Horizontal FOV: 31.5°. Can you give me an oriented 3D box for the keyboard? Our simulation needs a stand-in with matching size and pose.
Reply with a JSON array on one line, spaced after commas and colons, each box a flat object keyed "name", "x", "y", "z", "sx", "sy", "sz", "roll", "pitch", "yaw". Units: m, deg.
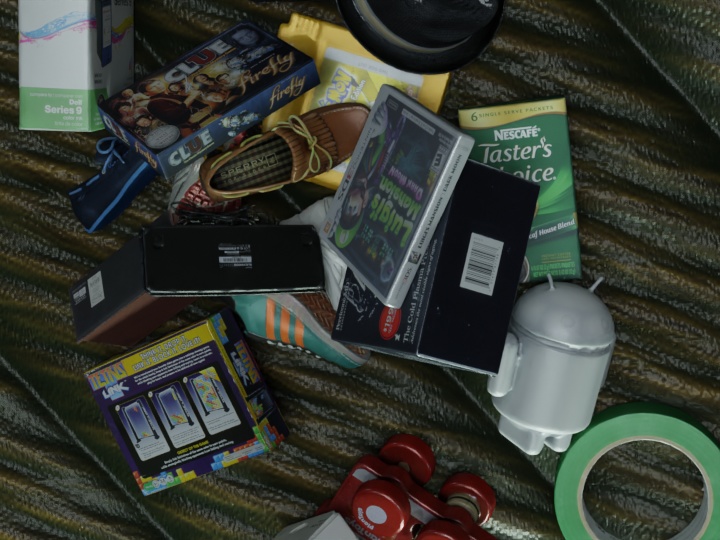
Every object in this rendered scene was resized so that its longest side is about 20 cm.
[{"name": "keyboard", "x": -0.140, "y": -0.020, "z": 1.379, "sx": 0.199, "sy": 0.040, "sz": 0.105, "roll": 0, "pitch": 74, "yaw": -19}]

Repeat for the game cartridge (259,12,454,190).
[{"name": "game cartridge", "x": -0.015, "y": -0.177, "z": 1.424, "sx": 0.199, "sy": 0.032, "sz": 0.177, "roll": 18, "pitch": 102, "yaw": 4}]

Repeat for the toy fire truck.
[{"name": "toy fire truck", "x": 0.054, "y": 0.300, "z": 1.470, "sx": 0.199, "sy": 0.112, "sz": 0.168, "roll": 33, "pitch": 127, "yaw": 3}]

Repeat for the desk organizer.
[{"name": "desk organizer", "x": -0.242, "y": 0.014, "z": 1.460, "sx": 0.200, "sy": 0.077, "sz": 0.072, "roll": -33, "pitch": 60, "yaw": 35}]

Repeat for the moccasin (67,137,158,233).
[{"name": "moccasin", "x": -0.273, "y": -0.117, "z": 1.431, "sx": 0.200, "sy": 0.080, "sz": 0.068, "roll": -40, "pitch": 88, "yaw": 31}]

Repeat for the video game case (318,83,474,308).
[{"name": "video game case", "x": 0.030, "y": -0.081, "z": 1.299, "sx": 0.023, "sy": 0.200, "sz": 0.183, "roll": 17, "pitch": 104, "yaw": -28}]

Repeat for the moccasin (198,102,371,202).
[{"name": "moccasin", "x": -0.077, "y": -0.129, "z": 1.371, "sx": 0.200, "sy": 0.078, "sz": 0.074, "roll": -17, "pitch": 100, "yaw": -11}]

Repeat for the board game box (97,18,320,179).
[{"name": "board game box", "x": -0.162, "y": -0.186, "z": 1.353, "sx": 0.200, "sy": 0.135, "sz": 0.035, "roll": -35, "pitch": 135, "yaw": -20}]

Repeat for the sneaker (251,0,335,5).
[{"name": "sneaker", "x": -0.038, "y": -0.327, "z": 1.387, "sx": 0.199, "sy": 0.106, "sz": 0.075, "roll": -3, "pitch": 97, "yaw": -20}]

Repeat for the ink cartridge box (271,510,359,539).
[{"name": "ink cartridge box", "x": -0.026, "y": 0.389, "z": 1.466, "sx": 0.200, "sy": 0.083, "sz": 0.146, "roll": 54, "pitch": 144, "yaw": -3}]

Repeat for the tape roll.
[{"name": "tape roll", "x": 0.319, "y": 0.250, "z": 1.437, "sx": 0.199, "sy": 0.048, "sz": 0.202, "roll": 2, "pitch": 100, "yaw": 9}]

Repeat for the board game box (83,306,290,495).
[{"name": "board game box", "x": -0.202, "y": 0.153, "z": 1.475, "sx": 0.199, "sy": 0.057, "sz": 0.166, "roll": -22, "pitch": 95, "yaw": 29}]

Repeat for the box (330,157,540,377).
[{"name": "box", "x": 0.073, "y": -0.006, "z": 1.318, "sx": 0.104, "sy": 0.182, "sz": 0.201, "roll": 16, "pitch": 84, "yaw": -28}]

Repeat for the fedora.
[{"name": "fedora", "x": 0.074, "y": -0.298, "z": 1.320, "sx": 0.199, "sy": 0.092, "sz": 0.202, "roll": -2, "pitch": 98, "yaw": -17}]

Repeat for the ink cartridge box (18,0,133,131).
[{"name": "ink cartridge box", "x": -0.310, "y": -0.258, "z": 1.398, "sx": 0.087, "sy": 0.145, "sz": 0.201, "roll": 2, "pitch": 100, "yaw": 8}]

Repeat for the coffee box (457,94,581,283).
[{"name": "coffee box", "x": 0.175, "y": -0.087, "z": 1.402, "sx": 0.122, "sy": 0.044, "sz": 0.201, "roll": -4, "pitch": 99, "yaw": 10}]

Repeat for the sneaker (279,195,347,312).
[{"name": "sneaker", "x": 0.000, "y": 0.000, "z": 1.428, "sx": 0.099, "sy": 0.078, "sz": 0.200, "roll": -39, "pitch": 88, "yaw": 5}]

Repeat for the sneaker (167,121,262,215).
[{"name": "sneaker", "x": -0.171, "y": -0.119, "z": 1.445, "sx": 0.078, "sy": 0.082, "sz": 0.201, "roll": 7, "pitch": 121, "yaw": -36}]

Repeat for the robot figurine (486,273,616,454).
[{"name": "robot figurine", "x": 0.209, "y": 0.098, "z": 1.389, "sx": 0.113, "sy": 0.169, "sz": 0.201, "roll": 32, "pitch": 116, "yaw": 47}]

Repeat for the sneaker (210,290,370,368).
[{"name": "sneaker", "x": -0.082, "y": 0.056, "z": 1.463, "sx": 0.200, "sy": 0.071, "sz": 0.080, "roll": 37, "pitch": 119, "yaw": -1}]
